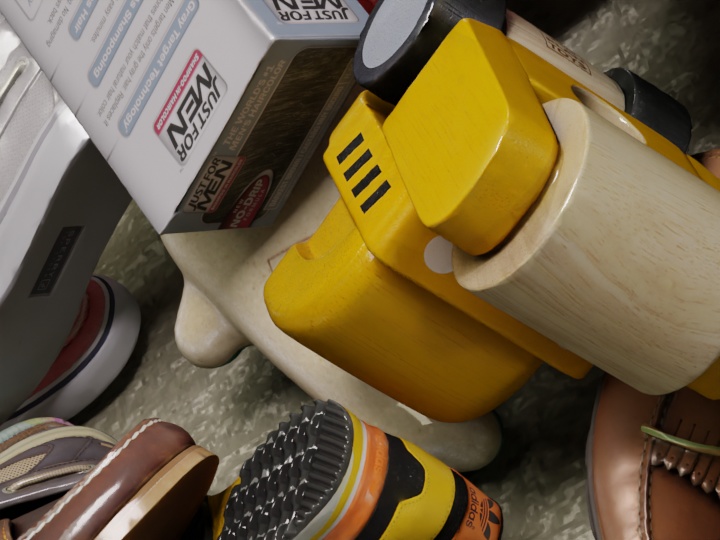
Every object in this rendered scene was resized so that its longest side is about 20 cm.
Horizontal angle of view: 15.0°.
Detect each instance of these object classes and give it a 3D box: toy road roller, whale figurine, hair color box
[{"bbox_3d":[0.046,-0.004,0.949,0.146,0.123,0.200,-54,23,14],"label":"toy road roller"},{"bbox_3d":[0.000,0.000,1.099,0.159,0.104,0.201,-30,71,20],"label":"whale figurine"},{"bbox_3d":[-0.085,-0.119,1.058,0.200,0.060,0.099,53,128,29],"label":"hair color box"}]

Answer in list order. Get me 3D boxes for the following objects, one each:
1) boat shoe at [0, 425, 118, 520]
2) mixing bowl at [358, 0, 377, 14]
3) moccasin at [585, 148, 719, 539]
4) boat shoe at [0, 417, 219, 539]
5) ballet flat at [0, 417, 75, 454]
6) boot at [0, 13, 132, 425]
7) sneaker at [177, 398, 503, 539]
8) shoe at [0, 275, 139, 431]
[{"bbox_3d":[-0.170,0.127,1.087,0.200,0.075,0.073,-37,12,-17],"label":"boat shoe"},{"bbox_3d":[0.021,-0.171,1.109,0.200,0.200,0.109,-40,48,10],"label":"mixing bowl"},{"bbox_3d":[0.132,0.044,0.969,0.078,0.074,0.202,-16,43,42],"label":"moccasin"},{"bbox_3d":[-0.136,0.129,1.017,0.070,0.070,0.200,40,92,17],"label":"boat shoe"},{"bbox_3d":[-0.186,0.146,1.159,0.071,0.069,0.201,10,68,60],"label":"ballet flat"},{"bbox_3d":[-0.163,-0.016,1.141,0.096,0.073,0.200,43,110,27],"label":"boot"},{"bbox_3d":[-0.023,0.117,1.039,0.200,0.090,0.070,-39,32,52],"label":"sneaker"},{"bbox_3d":[-0.200,0.030,1.212,0.199,0.091,0.072,-15,53,31],"label":"shoe"}]
